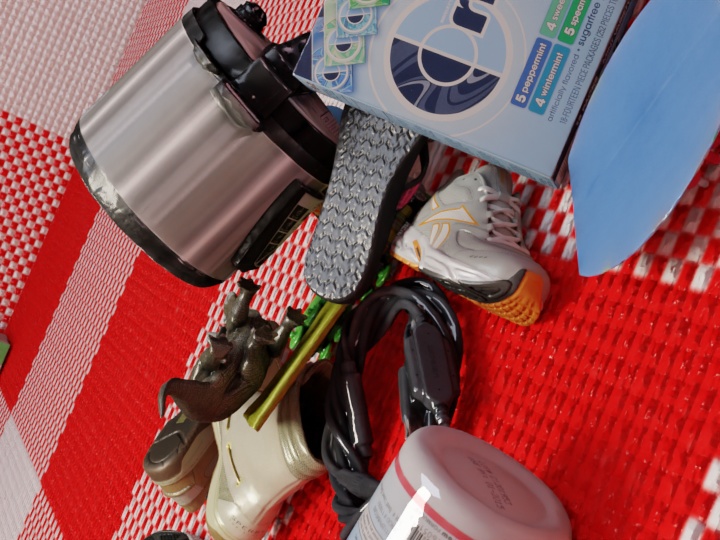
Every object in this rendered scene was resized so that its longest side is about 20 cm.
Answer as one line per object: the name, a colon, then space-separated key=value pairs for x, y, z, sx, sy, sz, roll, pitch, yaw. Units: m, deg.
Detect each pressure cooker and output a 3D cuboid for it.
pressure cooker: x=-0.102 y=-0.109 z=1.090 sx=0.200 sy=0.178 sz=0.176 roll=-42 pitch=47 yaw=9

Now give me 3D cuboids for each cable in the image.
cable: x=0.020 y=0.098 z=1.014 sx=0.164 sy=0.050 sz=0.201 roll=-60 pitch=27 yaw=33

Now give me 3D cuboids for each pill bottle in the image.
pill bottle: x=0.027 y=0.197 z=0.796 sx=0.201 sy=0.108 sz=0.109 roll=-60 pitch=21 yaw=15

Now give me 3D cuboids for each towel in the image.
towel: x=-0.026 y=0.033 z=1.068 sx=0.201 sy=0.018 sz=0.086 roll=-55 pitch=1 yaw=-6

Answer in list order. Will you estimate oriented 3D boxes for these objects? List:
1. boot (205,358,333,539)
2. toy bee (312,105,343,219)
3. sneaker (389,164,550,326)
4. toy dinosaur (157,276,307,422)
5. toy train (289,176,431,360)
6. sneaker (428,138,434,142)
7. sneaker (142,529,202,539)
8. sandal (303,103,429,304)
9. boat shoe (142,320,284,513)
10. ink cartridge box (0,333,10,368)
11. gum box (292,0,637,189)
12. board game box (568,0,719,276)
boot: x=-0.064 y=0.114 z=1.176 sx=0.155 sy=0.071 sz=0.202 roll=-47 pitch=28 yaw=38
toy bee: x=-0.012 y=-0.081 z=1.221 sx=0.199 sy=0.130 sz=0.109 roll=-39 pitch=71 yaw=22
sneaker: x=0.082 y=-0.028 z=0.964 sx=0.093 sy=0.075 sz=0.200 roll=-61 pitch=21 yaw=1
toy dinosaur: x=-0.097 y=0.074 z=1.085 sx=0.201 sy=0.076 sz=0.103 roll=-67 pitch=0 yaw=-55
toy train: x=0.000 y=0.000 z=1.187 sx=0.201 sy=0.041 sz=0.057 roll=-54 pitch=13 yaw=31
sneaker: x=0.046 y=-0.199 z=1.136 sx=0.115 sy=0.075 sz=0.204 roll=-3 pitch=-81 yaw=-67
sneaker: x=-0.185 y=0.279 z=1.276 sx=0.081 sy=0.086 sz=0.200 roll=-64 pitch=19 yaw=0
sandal: x=0.014 y=-0.072 z=1.032 sx=0.075 sy=0.045 sz=0.202 roll=24 pitch=95 yaw=34
boat shoe: x=-0.122 y=0.134 z=1.300 sx=0.071 sy=0.077 sz=0.201 roll=-7 pitch=37 yaw=45
ink cartridge box: x=-0.792 y=0.219 z=2.889 sx=0.202 sy=0.083 sz=0.146 roll=-68 pitch=19 yaw=-3
gum box: x=0.076 y=-0.172 z=0.971 sx=0.172 sy=0.198 sz=0.045 roll=-67 pitch=-16 yaw=-1
board game box: x=0.180 y=-0.082 z=0.824 sx=0.201 sy=0.039 sz=0.159 roll=-85 pitch=21 yaw=-52
